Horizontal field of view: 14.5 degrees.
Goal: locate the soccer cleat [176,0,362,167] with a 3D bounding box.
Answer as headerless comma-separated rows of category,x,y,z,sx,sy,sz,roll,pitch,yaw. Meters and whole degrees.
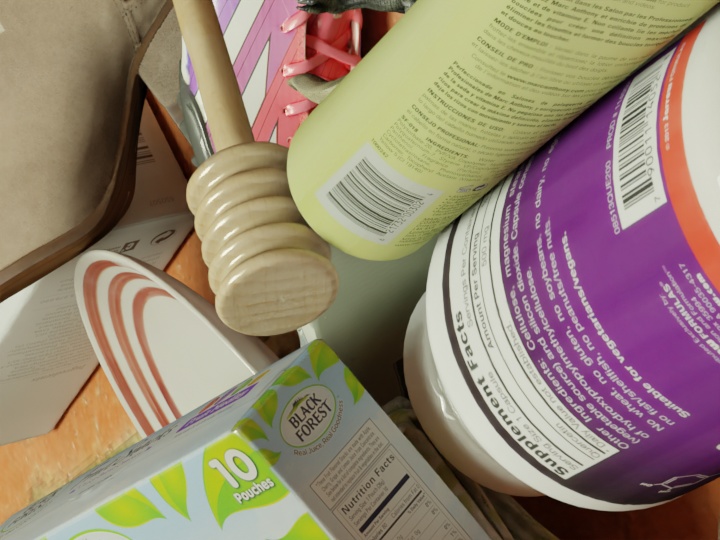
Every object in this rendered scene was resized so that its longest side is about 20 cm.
soccer cleat,-0.026,-0.091,0.984,0.073,0.068,0.201,-9,99,35

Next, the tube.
tube,0.044,-0.062,0.741,0.052,0.058,0.200,52,147,2

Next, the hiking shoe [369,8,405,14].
hiking shoe,0.025,-0.150,0.840,0.076,0.100,0.200,62,146,37

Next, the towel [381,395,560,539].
towel,0.024,0.144,0.952,0.171,0.048,0.200,44,142,0

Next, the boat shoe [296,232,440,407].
boat shoe,0.001,0.000,0.927,0.072,0.070,0.201,53,164,33

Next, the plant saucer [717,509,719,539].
plant saucer,0.171,0.114,0.723,0.200,0.032,0.201,28,143,23

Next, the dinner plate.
dinner plate,-0.037,0.070,1.047,0.200,0.024,0.200,45,158,23

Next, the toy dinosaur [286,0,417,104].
toy dinosaur,0.028,-0.076,0.847,0.200,0.088,0.048,-10,71,40

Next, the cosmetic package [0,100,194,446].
cosmetic package,-0.148,-0.009,1.184,0.102,0.074,0.200,63,143,20

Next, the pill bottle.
pill bottle,0.093,0.000,0.795,0.200,0.112,0.113,-37,72,55

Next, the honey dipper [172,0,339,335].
honey dipper,-0.046,-0.070,0.868,0.038,0.038,0.200,118,145,-46

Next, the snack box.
snack box,-0.034,0.117,0.897,0.142,0.053,0.200,51,140,-7

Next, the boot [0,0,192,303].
boot,-0.127,-0.078,1.039,0.146,0.200,0.070,57,174,-3
